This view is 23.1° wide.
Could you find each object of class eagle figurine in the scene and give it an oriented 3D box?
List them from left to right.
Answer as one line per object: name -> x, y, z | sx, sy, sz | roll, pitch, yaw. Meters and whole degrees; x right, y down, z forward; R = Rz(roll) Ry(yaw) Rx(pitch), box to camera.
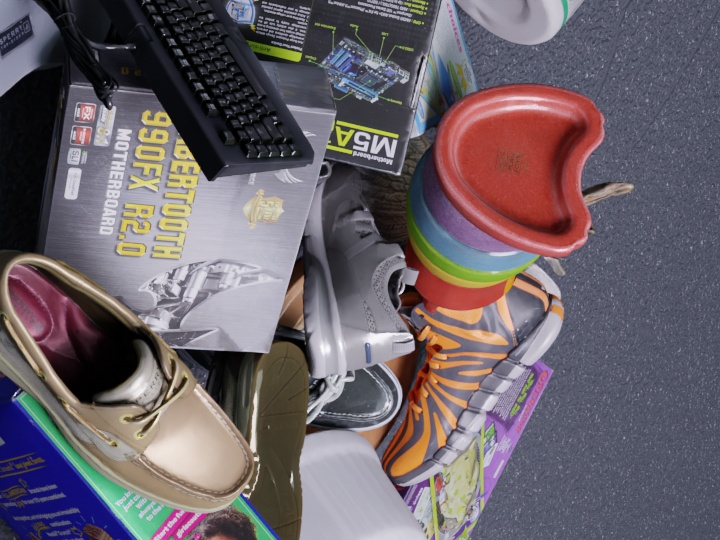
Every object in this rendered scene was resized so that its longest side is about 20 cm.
eagle figurine -> 0.100, -0.055, 1.372 | 0.152, 0.151, 0.200 | -51, 155, 14

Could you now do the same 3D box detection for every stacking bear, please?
stacking bear -> 0.084, -0.034, 1.233 | 0.200, 0.113, 0.122 | 114, -10, -64

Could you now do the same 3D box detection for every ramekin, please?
ramekin -> -0.044, 0.221, 1.293 | 0.200, 0.098, 0.201 | -30, 148, -21

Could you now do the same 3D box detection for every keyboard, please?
keyboard -> -0.115, -0.130, 0.988 | 0.127, 0.200, 0.021 | -11, 146, -39

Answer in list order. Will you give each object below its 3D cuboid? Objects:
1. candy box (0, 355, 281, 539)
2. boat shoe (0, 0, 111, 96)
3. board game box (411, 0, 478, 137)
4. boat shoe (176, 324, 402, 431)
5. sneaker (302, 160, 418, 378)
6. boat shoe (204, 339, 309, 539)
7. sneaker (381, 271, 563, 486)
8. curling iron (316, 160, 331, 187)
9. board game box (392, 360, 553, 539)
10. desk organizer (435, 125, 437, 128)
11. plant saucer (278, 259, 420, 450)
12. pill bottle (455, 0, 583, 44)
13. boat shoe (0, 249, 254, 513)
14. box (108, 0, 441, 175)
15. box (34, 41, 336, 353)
candy box -> -0.154, 0.135, 1.068 | 0.200, 0.169, 0.077 | 50, 60, -14
boat shoe -> -0.213, -0.141, 1.013 | 0.200, 0.065, 0.074 | -41, 128, -59
board game box -> 0.020, -0.196, 1.192 | 0.134, 0.034, 0.201 | -33, 109, -63
boat shoe -> -0.040, 0.072, 1.264 | 0.199, 0.068, 0.074 | 31, 87, -33
sneaker -> 0.000, 0.000, 1.248 | 0.201, 0.082, 0.075 | -92, -179, -45
boat shoe -> -0.082, 0.142, 1.187 | 0.072, 0.066, 0.202 | 4, 97, -45
sneaker -> 0.057, 0.069, 1.376 | 0.112, 0.078, 0.200 | 34, 102, -20
curling iron -> -0.044, -0.062, 1.176 | 0.026, 0.200, 0.050 | 45, 83, -5
board game box -> 0.089, 0.152, 1.528 | 0.120, 0.032, 0.201 | 36, 80, -46
desk organizer -> -0.019, -0.151, 1.225 | 0.200, 0.077, 0.072 | 6, 102, -50
plant saucer -> -0.019, 0.079, 1.366 | 0.200, 0.032, 0.201 | -25, 125, -42
pill bottle -> 0.157, -0.278, 1.345 | 0.200, 0.113, 0.113 | -50, 138, -22
boat shoe -> -0.132, 0.063, 0.955 | 0.200, 0.066, 0.074 | 39, 65, -18
box -> -0.048, -0.175, 1.100 | 0.048, 0.199, 0.194 | -78, 180, -79
box -> -0.114, -0.039, 1.078 | 0.158, 0.048, 0.201 | 5, 131, -16
